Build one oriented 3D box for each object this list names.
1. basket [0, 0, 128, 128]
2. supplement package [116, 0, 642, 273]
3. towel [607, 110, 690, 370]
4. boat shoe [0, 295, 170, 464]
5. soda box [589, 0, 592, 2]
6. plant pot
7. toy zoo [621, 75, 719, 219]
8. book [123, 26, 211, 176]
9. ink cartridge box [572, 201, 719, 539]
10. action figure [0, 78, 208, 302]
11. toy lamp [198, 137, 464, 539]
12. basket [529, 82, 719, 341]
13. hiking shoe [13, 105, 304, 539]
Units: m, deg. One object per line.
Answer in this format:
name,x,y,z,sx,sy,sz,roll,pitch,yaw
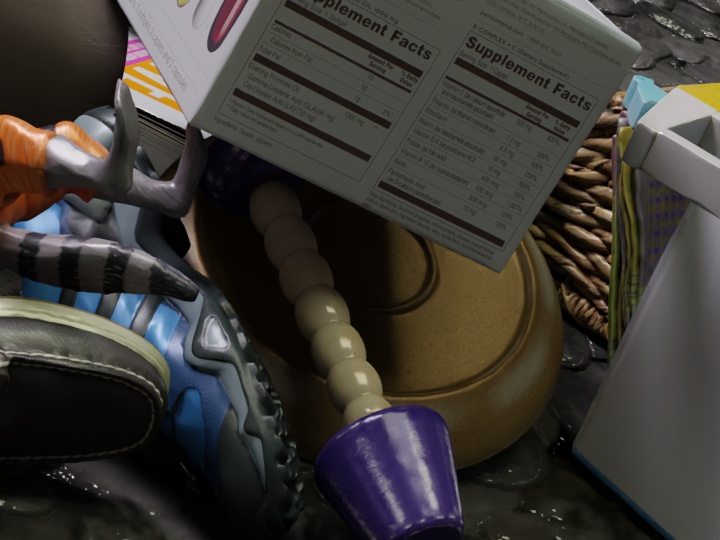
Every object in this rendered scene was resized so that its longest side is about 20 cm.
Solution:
basket,-0.212,-0.107,0.963,0.199,0.181,0.136,19,23,-34
supplement package,-0.006,-0.115,0.941,0.155,0.111,0.200,25,16,-28
towel,0.182,-0.002,1.101,0.023,0.145,0.199,0,0,43
boat shoe,-0.162,0.050,0.797,0.198,0.074,0.065,4,37,-17
soda box,0.062,-0.120,1.141,0.071,0.063,0.200,53,34,-21
plant pot,0.000,0.000,0.990,0.198,0.028,0.201,11,47,-12
toy zoo,0.195,-0.031,0.950,0.199,0.021,0.131,34,27,23
book,-0.101,-0.077,1.120,0.199,0.048,0.134,28,20,11
ink cartridge box,0.230,0.055,1.007,0.199,0.147,0.147,-5,36,-45
action figure,-0.164,-0.018,0.816,0.192,0.106,0.200,-11,8,9
toy lamp,-0.012,0.029,0.903,0.058,0.058,0.201,3,46,-36
basket,0.163,-0.023,1.203,0.142,0.150,0.199,0,7,41
hiking shoe,-0.090,0.033,0.897,0.086,0.075,0.201,-29,61,-4
